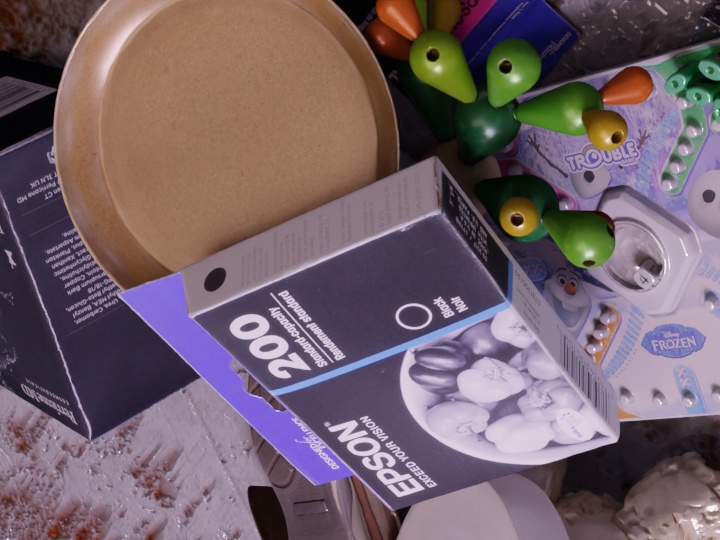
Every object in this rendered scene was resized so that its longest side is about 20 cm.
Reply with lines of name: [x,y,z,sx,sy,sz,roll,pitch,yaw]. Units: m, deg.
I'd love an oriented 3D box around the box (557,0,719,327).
box: [0.205,-0.030,0.809,0.136,0.038,0.201,33,133,12]

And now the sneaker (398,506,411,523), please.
sneaker: [0.040,0.215,1.063,0.079,0.078,0.202,2,111,27]

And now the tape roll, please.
tape roll: [0.064,0.217,0.875,0.037,0.204,0.203,8,137,-21]

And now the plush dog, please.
plush dog: [0.152,0.205,0.952,0.198,0.161,0.172,7,147,29]

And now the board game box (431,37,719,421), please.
board game box: [0.147,-0.007,0.814,0.199,0.026,0.201,-10,107,45]

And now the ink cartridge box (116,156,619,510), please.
ink cartridge box: [0.004,0.051,0.789,0.199,0.044,0.198,-21,131,26]

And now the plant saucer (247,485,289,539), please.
plant saucer: [-0.016,0.233,1.071,0.036,0.200,0.201,-29,106,0]

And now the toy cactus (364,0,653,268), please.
toy cactus: [0.064,-0.074,0.784,0.200,0.102,0.165,47,152,15]

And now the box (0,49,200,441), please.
box: [-0.207,-0.022,0.994,0.196,0.117,0.201,18,132,50]

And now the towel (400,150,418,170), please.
towel: [-0.029,-0.017,0.971,0.170,0.048,0.201,33,133,6]

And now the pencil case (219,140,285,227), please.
pencil case: [0.000,0.000,0.872,0.083,0.091,0.200,-29,105,41]

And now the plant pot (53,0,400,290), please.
plant pot: [-0.070,-0.066,0.805,0.198,0.027,0.202,4,102,17]

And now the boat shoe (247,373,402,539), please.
boat shoe: [-0.019,0.120,0.981,0.075,0.072,0.202,-5,99,38]

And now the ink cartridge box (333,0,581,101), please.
ink cartridge box: [0.021,-0.165,0.844,0.200,0.037,0.095,42,134,-1]
